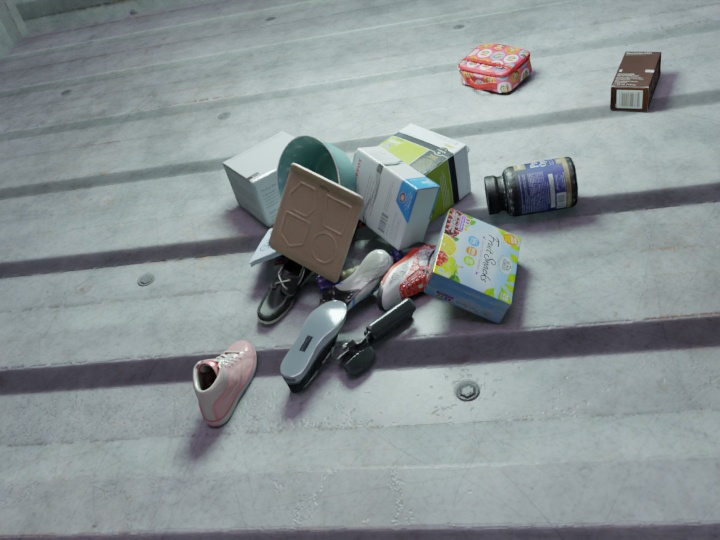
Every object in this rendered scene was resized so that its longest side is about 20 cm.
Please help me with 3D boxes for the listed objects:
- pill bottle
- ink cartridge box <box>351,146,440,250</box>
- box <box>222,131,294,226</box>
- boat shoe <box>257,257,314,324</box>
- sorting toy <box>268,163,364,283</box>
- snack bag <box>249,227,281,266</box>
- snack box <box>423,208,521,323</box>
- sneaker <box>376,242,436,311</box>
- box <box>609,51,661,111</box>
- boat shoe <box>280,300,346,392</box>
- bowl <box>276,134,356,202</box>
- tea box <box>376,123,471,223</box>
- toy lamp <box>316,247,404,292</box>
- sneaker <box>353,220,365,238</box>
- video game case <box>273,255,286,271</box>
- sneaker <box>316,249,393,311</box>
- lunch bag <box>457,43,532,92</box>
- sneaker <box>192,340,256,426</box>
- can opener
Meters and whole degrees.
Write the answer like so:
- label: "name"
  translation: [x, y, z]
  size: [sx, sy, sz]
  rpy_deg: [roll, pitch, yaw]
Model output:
- label: "pill bottle"
  translation: [0.380, -0.184, 1.584]
  size: [0.194, 0.114, 0.113]
  rpy_deg: [-8, 39, 8]
- label: "ink cartridge box"
  translation: [0.064, -0.163, 1.556]
  size: [0.082, 0.148, 0.199]
  rpy_deg: [-13, 41, -42]
- label: "box"
  translation: [-0.218, -0.241, 1.820]
  size: [0.196, 0.133, 0.199]
  rpy_deg: [-31, 36, -20]
- label: "boat shoe"
  translation: [-0.168, 0.028, 1.544]
  size: [0.070, 0.068, 0.202]
  rpy_deg: [21, 57, 21]
- label: "sorting toy"
  translation: [-0.093, -0.100, 1.486]
  size: [0.182, 0.204, 0.036]
  rpy_deg: [27, 24, 18]
- label: "snack bag"
  translation: [-0.151, -0.084, 1.631]
  size: [0.196, 0.022, 0.190]
  rpy_deg: [-21, 22, 17]
- label: "snack box"
  translation: [0.229, -0.013, 1.419]
  size: [0.165, 0.068, 0.202]
  rpy_deg: [22, 47, 0]
- label: "sneaker"
  translation: [0.123, 0.017, 1.467]
  size: [0.106, 0.069, 0.201]
  rpy_deg: [14, 45, 35]
- label: "box"
  translation: [0.735, -0.506, 1.879]
  size: [0.098, 0.076, 0.201]
  rpy_deg: [9, 43, 27]
- label: "boat shoe"
  translation: [-0.084, 0.149, 1.381]
  size: [0.072, 0.069, 0.202]
  rpy_deg: [12, 53, 24]
- label: "bowl"
  translation: [-0.084, -0.197, 1.563]
  size: [0.198, 0.207, 0.104]
  rpy_deg: [22, 22, 38]
- label: "tea box"
  translation: [0.130, -0.229, 1.702]
  size: [0.195, 0.136, 0.198]
  rpy_deg: [-35, 43, -24]
- label: "toy lamp"
  translation: [0.000, 0.000, 1.538]
  size: [0.195, 0.059, 0.059]
  rpy_deg: [-19, 39, -4]
- label: "sneaker"
  translation: [-0.042, -0.114, 1.674]
  size: [0.077, 0.077, 0.199]
  rpy_deg: [15, 36, 32]
- label: "video game case"
  translation: [-0.127, -0.078, 1.701]
  size: [0.139, 0.018, 0.203]
  rpy_deg: [-7, 40, 10]
- label: "sneaker"
  translation: [-0.008, 0.042, 1.482]
  size: [0.199, 0.073, 0.072]
  rpy_deg: [-42, 52, -2]
- label: "lunch bag"
  translation: [0.391, -0.594, 2.095]
  size: [0.198, 0.083, 0.176]
  rpy_deg: [25, 58, 41]
- label: "sneaker"
  translation: [-0.262, 0.189, 1.364]
  size: [0.073, 0.106, 0.203]
  rpy_deg: [-2, 40, 19]
- label: "can opener"
  translation: [0.034, 0.131, 1.388]
  size: [0.199, 0.053, 0.067]
  rpy_deg: [-38, 78, -23]
